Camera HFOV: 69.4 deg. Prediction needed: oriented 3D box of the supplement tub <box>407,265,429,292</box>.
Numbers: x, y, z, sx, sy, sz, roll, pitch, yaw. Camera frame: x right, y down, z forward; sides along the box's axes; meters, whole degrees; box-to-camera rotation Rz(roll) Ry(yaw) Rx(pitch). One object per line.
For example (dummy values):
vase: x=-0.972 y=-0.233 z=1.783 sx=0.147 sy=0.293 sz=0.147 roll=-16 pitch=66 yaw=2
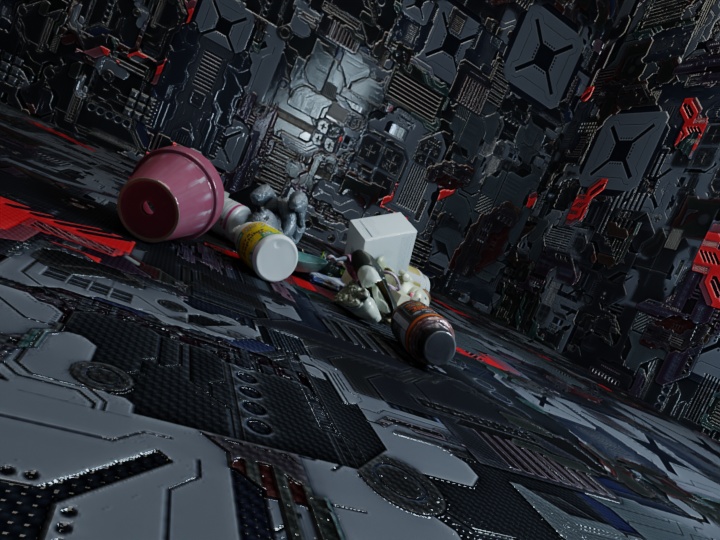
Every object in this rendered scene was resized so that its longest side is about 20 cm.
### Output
supplement tub: x=0.146 y=0.046 z=1.932 sx=0.197 sy=0.147 sz=0.144 roll=22 pitch=5 yaw=-30

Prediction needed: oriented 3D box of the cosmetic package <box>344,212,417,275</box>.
cosmetic package: x=0.060 y=-0.067 z=1.723 sx=0.196 sy=0.202 sz=0.124 roll=-10 pitch=43 yaw=-26

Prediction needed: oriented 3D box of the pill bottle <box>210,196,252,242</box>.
pill bottle: x=-0.435 y=-0.174 z=1.572 sx=0.197 sy=0.115 sz=0.113 roll=26 pitch=5 yaw=20

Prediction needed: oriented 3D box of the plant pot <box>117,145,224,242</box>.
plant pot: x=-0.403 y=-0.145 z=1.082 sx=0.197 sy=0.203 sz=0.180 roll=23 pitch=20 yaw=-6

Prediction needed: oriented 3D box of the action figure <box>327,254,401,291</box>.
action figure: x=0.000 y=0.000 z=1.457 sx=0.200 sy=0.147 sz=0.136 roll=49 pitch=-18 yaw=48

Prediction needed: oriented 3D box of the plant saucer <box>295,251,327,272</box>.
plant saucer: x=-0.193 y=-0.028 z=1.511 sx=0.196 sy=0.037 sz=0.200 roll=12 pitch=7 yaw=-1

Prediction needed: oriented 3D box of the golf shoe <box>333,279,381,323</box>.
golf shoe: x=-0.007 y=0.086 z=1.306 sx=0.098 sy=0.078 sz=0.200 roll=49 pitch=-3 yaw=-17

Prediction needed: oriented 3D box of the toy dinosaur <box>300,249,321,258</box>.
toy dinosaur: x=-0.223 y=-0.043 z=1.705 sx=0.196 sy=0.059 sz=0.101 roll=13 pitch=-15 yaw=14

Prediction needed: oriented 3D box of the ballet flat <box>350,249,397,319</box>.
ballet flat: x=0.039 y=0.039 z=1.326 sx=0.202 sy=0.067 sz=0.069 roll=57 pitch=17 yaw=-15

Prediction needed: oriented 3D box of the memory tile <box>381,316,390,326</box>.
memory tile: x=0.121 y=0.152 z=1.417 sx=0.197 sy=0.017 sz=0.153 roll=26 pitch=5 yaw=13

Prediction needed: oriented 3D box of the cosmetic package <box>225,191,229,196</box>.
cosmetic package: x=-0.705 y=-0.353 z=2.341 sx=0.197 sy=0.089 sz=0.103 roll=26 pitch=4 yaw=16

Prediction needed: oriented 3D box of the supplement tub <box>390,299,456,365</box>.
supplement tub: x=0.137 y=0.136 z=1.115 sx=0.105 sy=0.109 sz=0.200 roll=22 pitch=5 yaw=-16

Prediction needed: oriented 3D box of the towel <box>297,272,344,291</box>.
towel: x=-0.106 y=0.028 z=1.589 sx=0.198 sy=0.024 sz=0.146 roll=21 pitch=5 yaw=-40

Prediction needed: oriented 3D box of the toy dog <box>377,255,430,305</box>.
toy dog: x=0.120 y=0.083 z=1.630 sx=0.197 sy=0.140 sz=0.196 roll=25 pitch=-32 yaw=26

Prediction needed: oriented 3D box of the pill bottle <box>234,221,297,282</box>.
pill bottle: x=-0.239 y=-0.055 z=1.265 sx=0.111 sy=0.115 sz=0.199 roll=21 pitch=6 yaw=-35

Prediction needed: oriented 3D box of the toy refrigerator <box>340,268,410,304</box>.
toy refrigerator: x=0.041 y=0.057 z=1.528 sx=0.198 sy=0.071 sz=0.076 roll=32 pitch=6 yaw=27

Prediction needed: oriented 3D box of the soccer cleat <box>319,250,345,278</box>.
soccer cleat: x=-0.090 y=-0.012 z=1.682 sx=0.080 sy=0.069 sz=0.200 roll=20 pitch=-10 yaw=10

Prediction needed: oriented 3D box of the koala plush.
koala plush: x=-0.264 y=-0.126 z=1.500 sx=0.174 sy=0.187 sz=0.200 roll=12 pitch=28 yaw=19
